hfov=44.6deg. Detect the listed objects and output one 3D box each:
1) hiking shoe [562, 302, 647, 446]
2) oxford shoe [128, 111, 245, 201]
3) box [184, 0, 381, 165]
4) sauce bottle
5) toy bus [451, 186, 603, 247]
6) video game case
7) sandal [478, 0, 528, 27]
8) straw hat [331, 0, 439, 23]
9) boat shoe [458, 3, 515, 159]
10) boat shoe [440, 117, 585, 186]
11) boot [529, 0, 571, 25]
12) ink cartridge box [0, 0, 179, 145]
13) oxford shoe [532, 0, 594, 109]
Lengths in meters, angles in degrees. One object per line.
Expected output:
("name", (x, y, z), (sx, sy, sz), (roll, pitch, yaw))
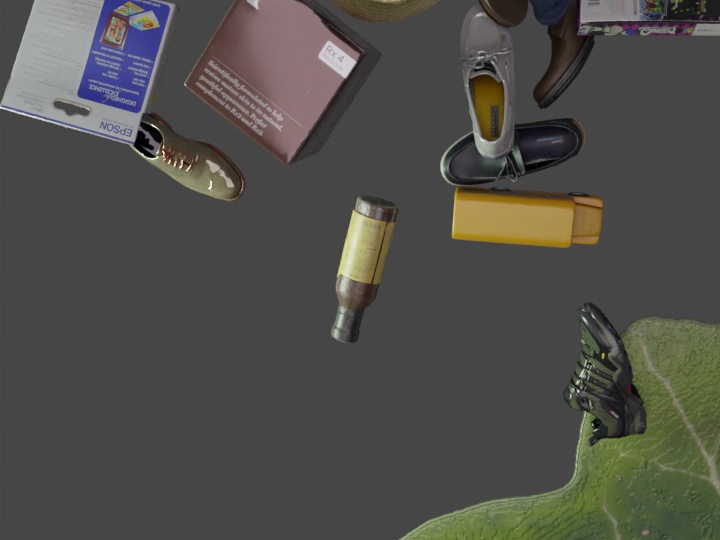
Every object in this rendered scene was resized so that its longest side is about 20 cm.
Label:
("hiking shoe", (0.321, 0.146, 1.203), (0.099, 0.076, 0.204), (-21, 99, 8))
("oxford shoe", (-0.253, -0.154, 1.220), (0.197, 0.075, 0.071), (29, 105, 1))
("box", (-0.090, -0.256, 1.112), (0.165, 0.200, 0.165), (37, 105, -1))
("sauce bottle", (0.000, 0.000, 1.223), (0.063, 0.065, 0.204), (16, 103, 4))
("toy bus", (0.222, -0.071, 1.169), (0.195, 0.078, 0.067), (5, 103, 7))
("video game case", (0.352, -0.383, 1.063), (0.177, 0.036, 0.205), (1, 75, 7))
("sandal", (0.182, -0.402, 1.071), (0.079, 0.054, 0.205), (-8, 109, -23))
("straw hat", (0.037, -0.372, 1.082), (0.196, 0.086, 0.204), (-1, 136, -1))
("boat shoe", (0.158, -0.250, 1.109), (0.073, 0.086, 0.207), (-3, 81, 13))
("boat shoe", (0.200, -0.158, 1.163), (0.195, 0.062, 0.076), (-11, 102, 12))
("boot", (0.233, -0.401, 1.051), (0.071, 0.090, 0.204), (12, 74, 26))
("ink cartridge box", (-0.364, -0.287, 1.194), (0.193, 0.047, 0.205), (16, 86, 3))
("oxford shoe", (0.263, -0.305, 1.121), (0.083, 0.073, 0.203), (27, 92, 4))
